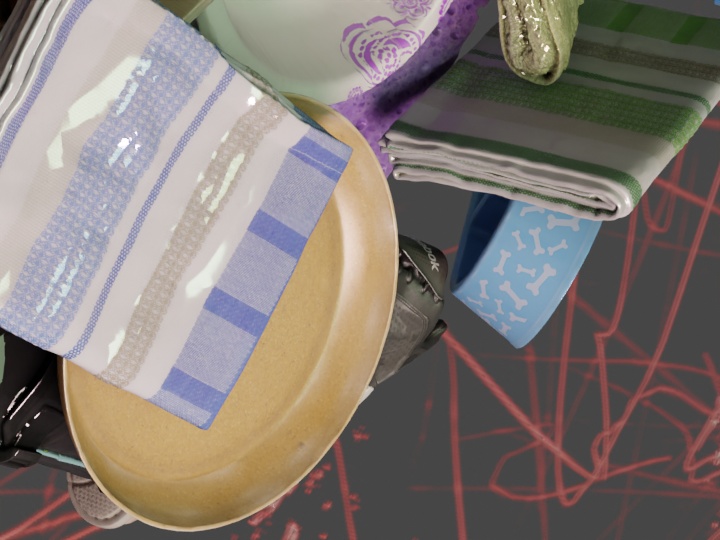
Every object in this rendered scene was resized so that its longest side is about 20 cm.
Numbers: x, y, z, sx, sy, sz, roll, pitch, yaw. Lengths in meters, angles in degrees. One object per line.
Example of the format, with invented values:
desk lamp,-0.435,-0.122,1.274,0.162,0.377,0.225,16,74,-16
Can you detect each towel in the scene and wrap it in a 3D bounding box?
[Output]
towel,-0.089,-0.030,0.957,0.200,0.024,0.147,35,79,-49
towel,0.088,-0.216,1.263,0.148,0.036,0.200,-70,151,-50
towel,0.120,-0.093,1.288,0.200,0.149,0.031,-45,142,-46

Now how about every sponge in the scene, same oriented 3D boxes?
sponge,0.006,-0.124,1.278,0.112,0.030,0.200,36,82,-51

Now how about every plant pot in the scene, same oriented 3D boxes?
plant pot,-0.061,0.016,1.043,0.200,0.027,0.200,-22,121,-42

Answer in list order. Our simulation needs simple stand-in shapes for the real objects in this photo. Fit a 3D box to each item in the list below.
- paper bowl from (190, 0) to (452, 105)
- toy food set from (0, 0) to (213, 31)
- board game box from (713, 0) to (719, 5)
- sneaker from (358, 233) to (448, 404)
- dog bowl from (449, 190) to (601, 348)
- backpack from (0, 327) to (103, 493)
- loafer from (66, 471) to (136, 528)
paper bowl,-0.037,-0.187,1.137,0.201,0.104,0.201,-24,126,-39
toy food set,-0.129,-0.142,0.918,0.144,0.060,0.200,-46,145,-22
board game box,0.319,-0.277,1.521,0.200,0.056,0.196,-22,125,-40
sneaker,0.000,0.000,1.273,0.090,0.067,0.200,-28,149,-3
dog bowl,0.099,-0.043,1.328,0.112,0.050,0.200,-58,-171,36
backpack,-0.131,-0.019,1.083,0.176,0.153,0.200,23,96,-44
loafer,-0.097,0.038,1.223,0.063,0.072,0.200,1,106,-56
